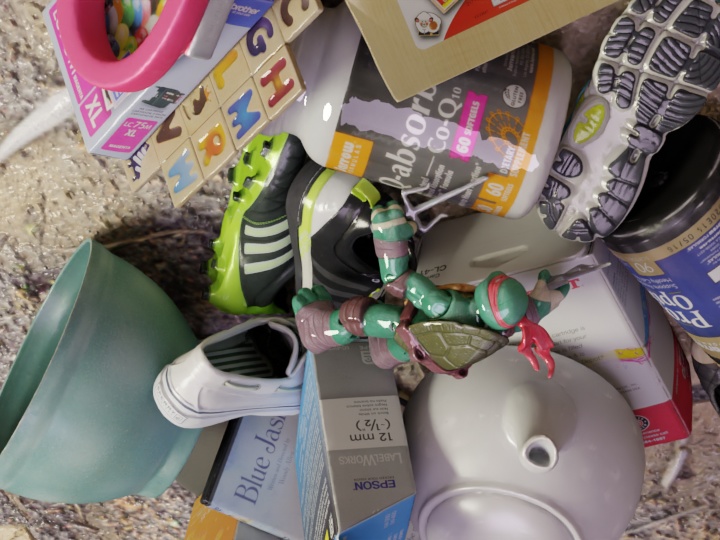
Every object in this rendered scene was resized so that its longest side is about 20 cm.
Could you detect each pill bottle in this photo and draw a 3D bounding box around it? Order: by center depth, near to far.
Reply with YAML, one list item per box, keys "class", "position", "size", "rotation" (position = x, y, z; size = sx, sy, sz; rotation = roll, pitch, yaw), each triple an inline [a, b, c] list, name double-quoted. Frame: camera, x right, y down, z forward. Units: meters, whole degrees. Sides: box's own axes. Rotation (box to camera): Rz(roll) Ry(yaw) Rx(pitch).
- class: "pill bottle"
  position: [0.028, -0.112, 0.955]
  size: [0.198, 0.117, 0.117]
  rotation: [15, 132, -3]
- class: "pill bottle"
  position: [0.258, -0.003, 1.011]
  size: [0.111, 0.112, 0.200]
  rotation: [-30, 119, 31]

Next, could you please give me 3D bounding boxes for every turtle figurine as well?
- class: "turtle figurine"
  position: [0.053, 0.018, 0.951]
  size: [0.149, 0.101, 0.199]
  rotation: [34, 146, -29]

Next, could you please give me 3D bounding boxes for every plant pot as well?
- class: "plant pot"
  position: [-0.192, 0.094, 1.127]
  size: [0.133, 0.201, 0.200]
  rotation: [26, 131, -18]

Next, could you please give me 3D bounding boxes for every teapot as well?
- class: "teapot"
  position: [0.106, 0.164, 1.052]
  size: [0.196, 0.147, 0.200]
  rotation: [-18, 126, 34]

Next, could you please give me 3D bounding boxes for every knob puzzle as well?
- class: "knob puzzle"
  position: [0.058, -0.227, 0.871]
  size: [0.218, 0.030, 0.222]
  rotation: [-2, 105, -6]

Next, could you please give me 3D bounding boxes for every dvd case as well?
- class: "dvd case"
  position: [-0.017, 0.155, 1.180]
  size: [0.199, 0.144, 0.018]
  rotation: [26, 160, -19]

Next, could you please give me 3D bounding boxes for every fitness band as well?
- class: "fitness band"
  position: [-0.122, -0.203, 0.877]
  size: [0.037, 0.143, 0.201]
  rotation: [5, 115, -47]

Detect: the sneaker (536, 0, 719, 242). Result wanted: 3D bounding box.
- class: "sneaker"
  position: [0.172, -0.115, 0.954]
  size: [0.077, 0.080, 0.201]
  rotation: [30, 111, -8]

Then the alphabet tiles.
- class: "alphabet tiles"
  position: [-0.103, -0.145, 0.936]
  size: [0.006, 0.167, 0.200]
  rotation: [5, 146, -46]

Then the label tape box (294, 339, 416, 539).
- class: "label tape box"
  position: [-0.002, 0.171, 1.043]
  size: [0.065, 0.201, 0.144]
  rotation: [-3, 139, -11]

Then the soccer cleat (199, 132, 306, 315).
- class: "soccer cleat"
  position: [-0.060, -0.042, 1.077]
  size: [0.080, 0.068, 0.201]
  rotation: [7, 136, -17]

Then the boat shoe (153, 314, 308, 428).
- class: "boat shoe"
  position: [-0.063, 0.069, 1.095]
  size: [0.067, 0.199, 0.074]
  rotation: [-43, 76, 34]

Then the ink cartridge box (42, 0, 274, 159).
- class: "ink cartridge box"
  position: [-0.123, -0.176, 0.928]
  size: [0.042, 0.120, 0.200]
  rotation: [5, 145, -48]

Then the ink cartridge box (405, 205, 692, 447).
- class: "ink cartridge box"
  position: [0.145, 0.047, 1.093]
  size: [0.147, 0.086, 0.201]
  rotation: [-14, 126, 25]

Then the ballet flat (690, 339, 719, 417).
- class: "ballet flat"
  position: [0.308, 0.112, 1.140]
  size: [0.066, 0.057, 0.201]
  rotation: [-18, 126, 23]

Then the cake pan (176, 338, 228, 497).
- class: "cake pan"
  position: [-0.091, 0.139, 1.253]
  size: [0.198, 0.037, 0.201]
  rotation: [5, 132, 6]

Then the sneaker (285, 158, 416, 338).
- class: "sneaker"
  position: [0.000, 0.000, 1.053]
  size: [0.082, 0.072, 0.201]
  rotation: [27, 156, 25]

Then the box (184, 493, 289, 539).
- class: "box"
  position: [-0.088, 0.254, 1.193]
  size: [0.097, 0.201, 0.124]
  rotation: [29, 130, -16]
